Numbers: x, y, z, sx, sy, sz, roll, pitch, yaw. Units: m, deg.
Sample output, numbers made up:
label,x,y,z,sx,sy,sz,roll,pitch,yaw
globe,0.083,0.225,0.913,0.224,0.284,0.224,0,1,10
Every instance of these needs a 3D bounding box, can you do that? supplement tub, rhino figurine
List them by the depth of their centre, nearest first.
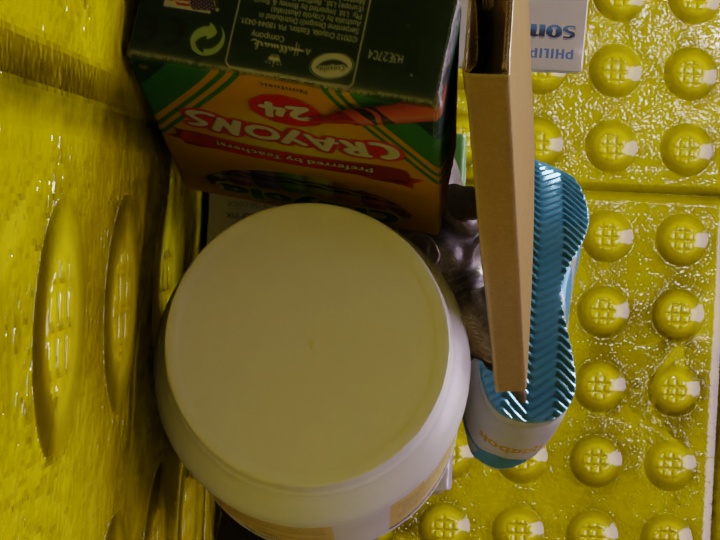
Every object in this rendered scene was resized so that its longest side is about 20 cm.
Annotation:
label,x,y,z,sx,sy,sz,roll,pitch,yaw
supplement tub,-0.021,0.053,0.841,0.200,0.144,0.146,88,5,-76
rhino figurine,0.038,-0.020,0.922,0.201,0.060,0.087,60,-2,3

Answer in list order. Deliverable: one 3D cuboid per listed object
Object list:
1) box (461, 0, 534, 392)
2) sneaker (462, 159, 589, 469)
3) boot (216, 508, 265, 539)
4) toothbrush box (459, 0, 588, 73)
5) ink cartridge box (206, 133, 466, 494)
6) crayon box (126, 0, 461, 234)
label,x,y,z,sx,sy,sz,roll,pitch,yaw
box,0.065,-0.070,0.799,0.201,0.021,0.164,82,11,-48
sneaker,0.088,0.020,1.044,0.081,0.076,0.201,108,-7,-54
boot,-0.024,0.071,1.161,0.186,0.064,0.201,-37,-154,31
toothbrush box,0.078,-0.225,1.044,0.146,0.086,0.201,-135,-134,-71
ink cartridge box,-0.015,0.024,1.005,0.084,0.144,0.201,81,11,-84
crayon box,-0.021,-0.067,0.774,0.200,0.126,0.051,77,23,-74
